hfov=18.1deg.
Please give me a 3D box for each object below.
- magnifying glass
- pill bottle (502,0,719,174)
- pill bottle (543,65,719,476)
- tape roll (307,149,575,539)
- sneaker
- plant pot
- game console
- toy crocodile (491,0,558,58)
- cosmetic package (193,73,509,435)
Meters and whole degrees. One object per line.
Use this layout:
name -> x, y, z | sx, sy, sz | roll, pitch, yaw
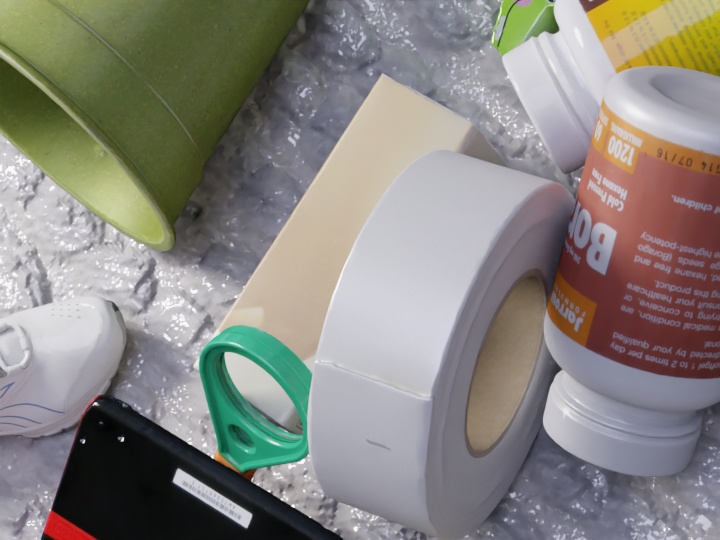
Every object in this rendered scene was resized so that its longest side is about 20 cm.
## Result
magnifying glass -> -0.063, 0.092, 1.244 | 0.080, 0.200, 0.022 | 41, 58, 10
pill bottle -> 0.184, -0.134, 1.264 | 0.200, 0.109, 0.110 | -28, 68, 9
pill bottle -> 0.161, 0.002, 1.198 | 0.112, 0.112, 0.201 | 22, 112, 23
tape roll -> 0.048, 0.040, 1.209 | 0.071, 0.202, 0.203 | 19, 81, 22
sneaker -> -0.234, 0.069, 1.359 | 0.199, 0.087, 0.075 | -26, 66, 9
plant pot -> -0.125, -0.147, 1.347 | 0.200, 0.200, 0.190 | 35, 75, 24
game console -> -0.100, 0.189, 1.276 | 0.200, 0.031, 0.177 | 28, 107, 23
toy crocodile -> 0.124, -0.210, 1.329 | 0.062, 0.068, 0.201 | 15, 80, 21
cosmetic package -> 0.000, 0.000, 1.291 | 0.071, 0.105, 0.200 | 31, 85, 24
